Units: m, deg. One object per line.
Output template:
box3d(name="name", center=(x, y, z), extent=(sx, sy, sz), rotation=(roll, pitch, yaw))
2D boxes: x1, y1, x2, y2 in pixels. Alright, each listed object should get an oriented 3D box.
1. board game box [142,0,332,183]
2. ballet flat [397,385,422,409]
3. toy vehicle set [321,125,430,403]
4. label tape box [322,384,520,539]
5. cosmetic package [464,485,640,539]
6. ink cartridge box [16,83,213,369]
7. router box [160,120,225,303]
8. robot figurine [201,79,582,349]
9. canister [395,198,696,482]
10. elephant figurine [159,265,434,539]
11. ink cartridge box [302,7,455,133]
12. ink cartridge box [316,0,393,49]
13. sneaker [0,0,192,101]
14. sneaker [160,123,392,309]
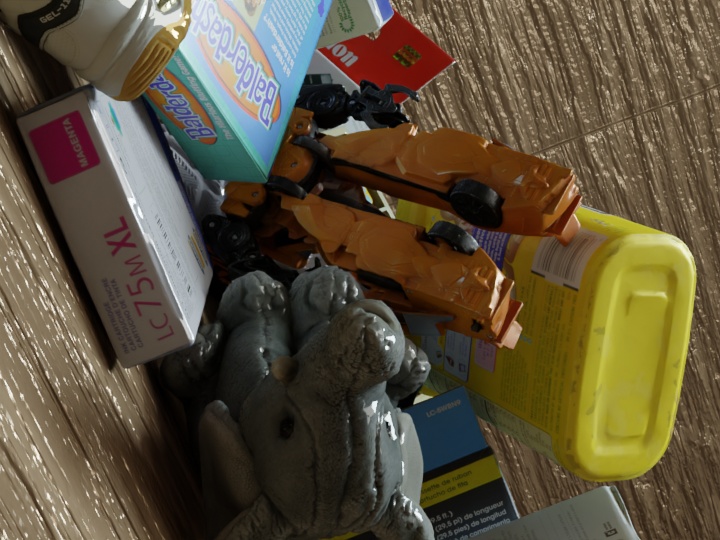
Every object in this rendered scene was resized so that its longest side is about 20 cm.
box3d(name="board game box", center=(-0.066, -0.172, 0.822), extent=(0.152, 0.045, 0.201), rotation=(58, 43, -52))
box3d(name="ballet flat", center=(-0.027, 0.108, 0.952), extent=(0.068, 0.068, 0.201), rotation=(51, -41, 24))
box3d(name="toy vehicle set", center=(0.000, 0.000, 1.073), extent=(0.201, 0.026, 0.124), rotation=(62, 28, 1))
box3d(name="label tape box", center=(0.027, 0.169, 0.916), extent=(0.063, 0.143, 0.201), rotation=(-106, 175, -73))
box3d(name="cosmetic package", center=(0.071, 0.214, 0.853), extent=(0.081, 0.199, 0.114), rotation=(-104, 175, -70))
box3d(name="ink cartridge box", center=(-0.112, -0.033, 0.749), extent=(0.200, 0.042, 0.120), rotation=(-92, 161, -79))
box3d(name="router box", center=(-0.100, -0.050, 1.111), extent=(0.200, 0.052, 0.158), rotation=(66, 4, -67))
box3d(name="robot figurine", center=(0.010, -0.030, 0.836), extent=(0.199, 0.145, 0.058), rotation=(18, -26, 32))
box3d(name="canister", center=(0.100, 0.025, 0.907), extent=(0.200, 0.086, 0.150), rotation=(27, -67, 59))
box3d(name="elephant figurine", center=(-0.024, 0.083, 0.698), extent=(0.155, 0.141, 0.200), rotation=(53, 1, -20))
box3d(name="ink cartridge box", center=(-0.051, -0.180, 1.250), extent=(0.200, 0.173, 0.044), rotation=(44, -11, 30))
box3d(name="ink cartridge box", center=(-0.099, -0.249, 1.147), extent=(0.198, 0.199, 0.043), rotation=(69, 27, -17))
box3d(name="sneaker", center=(-0.142, -0.152, 0.682), extent=(0.087, 0.076, 0.200), rotation=(29, 12, -37))
box3d(name="sneaker", center=(-0.078, 0.003, 0.942), extent=(0.200, 0.112, 0.078), rotation=(38, 40, -12))
